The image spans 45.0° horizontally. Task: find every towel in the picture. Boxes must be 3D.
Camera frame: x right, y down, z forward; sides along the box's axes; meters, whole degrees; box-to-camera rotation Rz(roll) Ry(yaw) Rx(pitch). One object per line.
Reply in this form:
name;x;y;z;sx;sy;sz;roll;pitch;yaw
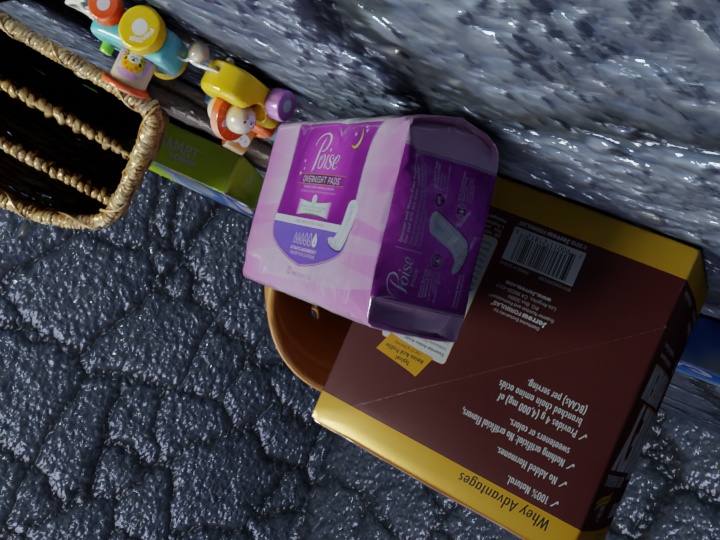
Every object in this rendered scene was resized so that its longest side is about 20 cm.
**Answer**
towel;-0.136;-0.139;0.871;0.198;0.035;0.132;26;178;-22

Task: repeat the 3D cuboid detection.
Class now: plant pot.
plant pot;0.000;0.000;0.821;0.198;0.202;0.140;26;-166;-23

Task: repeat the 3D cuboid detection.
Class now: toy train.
toy train;-0.130;-0.134;0.647;0.198;0.056;0.150;26;177;-34

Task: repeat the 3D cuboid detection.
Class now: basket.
basket;-0.271;-0.117;0.707;0.198;0.144;0.149;29;-178;-13

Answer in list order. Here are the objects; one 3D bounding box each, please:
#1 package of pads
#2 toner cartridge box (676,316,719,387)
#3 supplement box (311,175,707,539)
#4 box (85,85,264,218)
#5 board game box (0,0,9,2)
package of pads;-0.002;-0.034;0.551;0.075;0.123;0.199;13;-179;-29
toner cartridge box;0.301;0.070;0.767;0.094;0.044;0.199;26;178;-39
supplement box;0.108;0.059;0.607;0.195;0.203;0.133;24;178;27
box;-0.182;-0.114;0.885;0.197;0.048;0.122;25;177;7
board game box;-0.352;-0.255;0.722;0.104;0.024;0.199;28;177;-34
